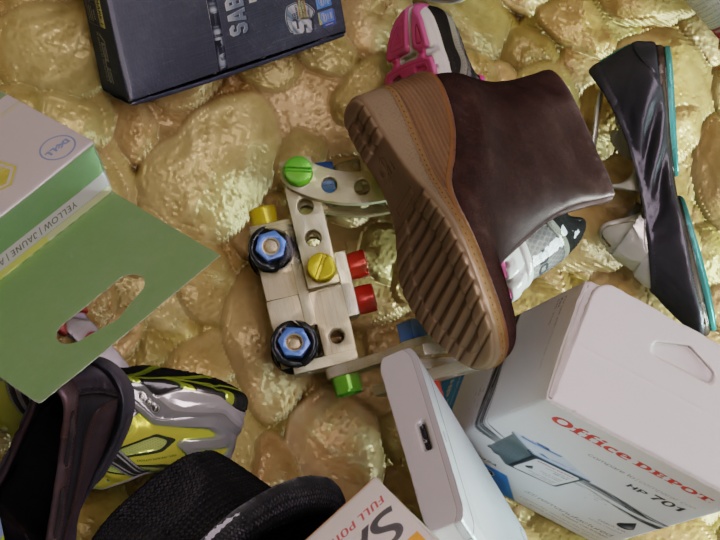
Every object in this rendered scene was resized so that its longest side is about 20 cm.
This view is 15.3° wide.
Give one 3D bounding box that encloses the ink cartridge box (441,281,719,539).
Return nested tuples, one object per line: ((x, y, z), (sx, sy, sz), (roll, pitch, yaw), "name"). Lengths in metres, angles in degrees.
((0.145, 0.091, 1.643), (0.146, 0.200, 0.086), (28, 71, -13), "ink cartridge box")

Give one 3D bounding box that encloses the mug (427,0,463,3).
((0.065, -0.256, 1.707), (0.149, 0.186, 0.153), (28, 78, -36), "mug")

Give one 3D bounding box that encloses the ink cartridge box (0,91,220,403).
((-0.200, -0.019, 1.551), (0.145, 0.200, 0.048), (-40, 134, -23), "ink cartridge box")

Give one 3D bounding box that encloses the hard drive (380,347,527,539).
((0.070, 0.153, 1.594), (0.027, 0.200, 0.132), (-23, 47, 7), "hard drive")

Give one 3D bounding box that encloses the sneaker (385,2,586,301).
((0.084, -0.083, 1.729), (0.087, 0.074, 0.200), (-23, 89, -27), "sneaker")

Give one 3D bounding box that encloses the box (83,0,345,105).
((-0.101, -0.220, 1.654), (0.157, 0.051, 0.200), (-19, 113, -23), "box")

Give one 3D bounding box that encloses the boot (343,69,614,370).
((0.093, -0.038, 1.618), (0.166, 0.072, 0.200), (-7, 62, -35), "boot")

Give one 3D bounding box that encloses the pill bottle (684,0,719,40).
((0.236, -0.242, 1.796), (0.200, 0.110, 0.110), (47, 67, -6), "pill bottle")

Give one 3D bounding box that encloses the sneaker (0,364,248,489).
((-0.169, 0.091, 1.596), (0.200, 0.075, 0.077), (10, 96, -9), "sneaker")

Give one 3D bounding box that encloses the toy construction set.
((0.000, 0.000, 1.659), (0.131, 0.092, 0.200), (-13, 67, -3), "toy construction set")

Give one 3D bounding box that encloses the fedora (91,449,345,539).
((-0.103, 0.177, 1.566), (0.200, 0.201, 0.092), (-37, 62, -23), "fedora")

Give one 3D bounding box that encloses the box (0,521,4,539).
((-0.231, 0.160, 1.453), (0.048, 0.122, 0.200), (-6, 104, 13), "box")

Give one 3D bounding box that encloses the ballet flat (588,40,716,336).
((0.186, -0.050, 1.767), (0.073, 0.073, 0.200), (-9, 88, -22), "ballet flat")

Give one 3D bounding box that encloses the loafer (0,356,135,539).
((-0.195, 0.141, 1.536), (0.072, 0.063, 0.200), (29, 104, 22), "loafer")

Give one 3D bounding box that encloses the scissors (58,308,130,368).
((-0.168, 0.029, 1.639), (0.200, 0.014, 0.073), (35, 69, -10), "scissors")

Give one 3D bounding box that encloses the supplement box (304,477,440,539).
((-0.005, 0.208, 1.547), (0.126, 0.200, 0.074), (-42, 72, -10), "supplement box")
